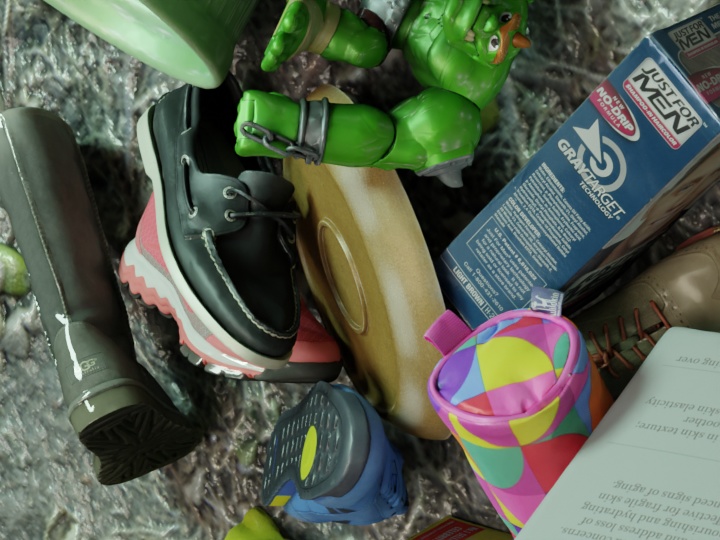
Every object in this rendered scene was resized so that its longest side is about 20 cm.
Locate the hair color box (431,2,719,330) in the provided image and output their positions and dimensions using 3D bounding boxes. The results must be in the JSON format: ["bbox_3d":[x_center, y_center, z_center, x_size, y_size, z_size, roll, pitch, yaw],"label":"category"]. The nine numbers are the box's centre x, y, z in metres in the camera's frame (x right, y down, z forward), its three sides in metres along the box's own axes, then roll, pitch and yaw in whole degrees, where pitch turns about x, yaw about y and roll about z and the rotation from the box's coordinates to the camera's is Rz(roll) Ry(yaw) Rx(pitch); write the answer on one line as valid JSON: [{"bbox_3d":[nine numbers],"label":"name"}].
[{"bbox_3d":[0.129,-0.047,1.305,0.061,0.100,0.200,52,133,11],"label":"hair color box"}]

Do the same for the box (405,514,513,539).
[{"bbox_3d":[0.107,0.189,1.443,0.199,0.075,0.050,12,114,39],"label":"box"}]

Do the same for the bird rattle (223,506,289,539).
[{"bbox_3d":[-0.020,0.234,1.583,0.199,0.113,0.164,19,132,20],"label":"bird rattle"}]

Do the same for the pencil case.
[{"bbox_3d":[0.102,0.103,1.324,0.088,0.089,0.200,9,141,38],"label":"pencil case"}]

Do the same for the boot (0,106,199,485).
[{"bbox_3d":[-0.168,0.018,1.601,0.182,0.072,0.201,83,162,-69],"label":"boot"}]

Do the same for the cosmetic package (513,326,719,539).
[{"bbox_3d":[0.187,0.158,1.242,0.167,0.200,0.167,9,135,39],"label":"cosmetic package"}]

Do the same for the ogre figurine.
[{"bbox_3d":[0.027,-0.132,1.327,0.119,0.201,0.098,25,151,-6],"label":"ogre figurine"}]

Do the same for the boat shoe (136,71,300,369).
[{"bbox_3d":[-0.066,-0.036,1.436,0.066,0.074,0.200,-48,38,27],"label":"boat shoe"}]

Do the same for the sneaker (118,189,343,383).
[{"bbox_3d":[-0.074,-0.001,1.499,0.200,0.073,0.087,36,118,48],"label":"sneaker"}]

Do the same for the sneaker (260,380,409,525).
[{"bbox_3d":[-0.001,0.105,1.458,0.200,0.078,0.066,141,141,-75],"label":"sneaker"}]

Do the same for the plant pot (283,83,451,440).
[{"bbox_3d":[0.000,0.000,1.417,0.200,0.027,0.201,160,90,-77],"label":"plant pot"}]

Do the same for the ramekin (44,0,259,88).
[{"bbox_3d":[-0.132,-0.193,1.411,0.200,0.200,0.098,29,82,29],"label":"ramekin"}]

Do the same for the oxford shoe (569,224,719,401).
[{"bbox_3d":[0.148,0.036,1.340,0.200,0.075,0.071,-37,81,43],"label":"oxford shoe"}]
